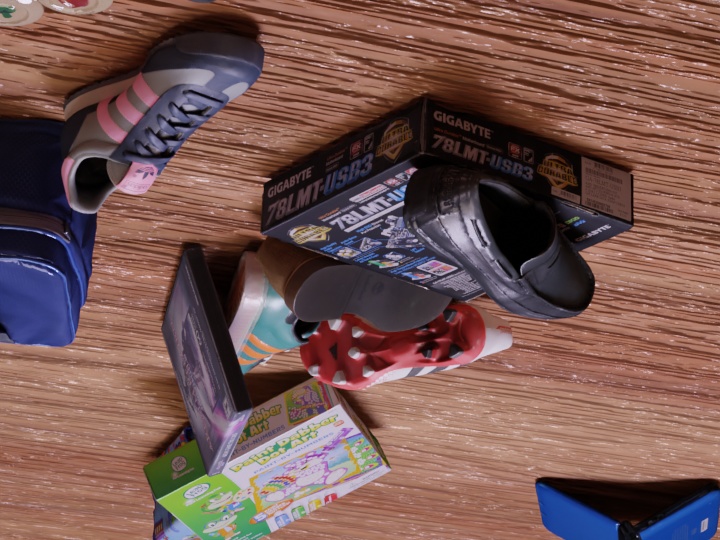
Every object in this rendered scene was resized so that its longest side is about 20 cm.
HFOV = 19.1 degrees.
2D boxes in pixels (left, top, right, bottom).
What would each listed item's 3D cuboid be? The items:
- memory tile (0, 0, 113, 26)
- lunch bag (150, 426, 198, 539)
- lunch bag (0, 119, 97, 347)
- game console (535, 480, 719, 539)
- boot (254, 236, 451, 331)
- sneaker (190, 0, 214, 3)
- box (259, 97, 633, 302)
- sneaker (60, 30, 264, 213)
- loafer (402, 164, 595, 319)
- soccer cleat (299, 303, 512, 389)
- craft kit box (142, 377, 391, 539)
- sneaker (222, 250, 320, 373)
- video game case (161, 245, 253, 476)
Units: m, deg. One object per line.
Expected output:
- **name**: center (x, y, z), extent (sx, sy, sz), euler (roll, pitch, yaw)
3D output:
- **memory tile**: center (-0.263, -0.181, 1.297), extent (0.199, 0.017, 0.153), euler (-6, 157, 23)
- **lunch bag**: center (-0.109, 0.229, 2.274), extent (0.199, 0.094, 0.151), euler (1, 159, -23)
- **lunch bag**: center (-0.266, -0.020, 1.556), extent (0.135, 0.133, 0.200), euler (3, 160, 0)
- **game console**: center (0.301, 0.267, 2.402), extent (0.170, 0.119, 0.200), euler (-29, 158, -4)
- **boot**: center (0.000, 0.000, 1.697), extent (0.200, 0.074, 0.075), euler (8, -154, -48)
- **sneaker**: center (-0.090, -0.196, 1.156), extent (0.099, 0.071, 0.200), euler (-13, 159, 24)
- **box**: center (0.062, -0.047, 1.562), extent (0.198, 0.050, 0.200), euler (19, 153, -32)
- **sneaker**: center (-0.131, -0.094, 1.415), extent (0.070, 0.082, 0.200), euler (17, 155, -33)
- **loafer**: center (0.109, -0.016, 1.481), extent (0.070, 0.068, 0.200), euler (-5, 155, 39)
- **soccer cleat**: center (0.037, 0.064, 1.838), extent (0.200, 0.069, 0.085), euler (-11, 170, 37)
- **craft kit box**: center (-0.087, 0.193, 2.094), extent (0.200, 0.049, 0.198), euler (-28, 149, 4)
- **sneaker**: center (-0.075, 0.045, 1.790), extent (0.080, 0.072, 0.200), euler (9, 158, -9)
- **video game case**: center (-0.131, 0.080, 1.794), extent (0.019, 0.143, 0.200), euler (-14, 163, -16)
